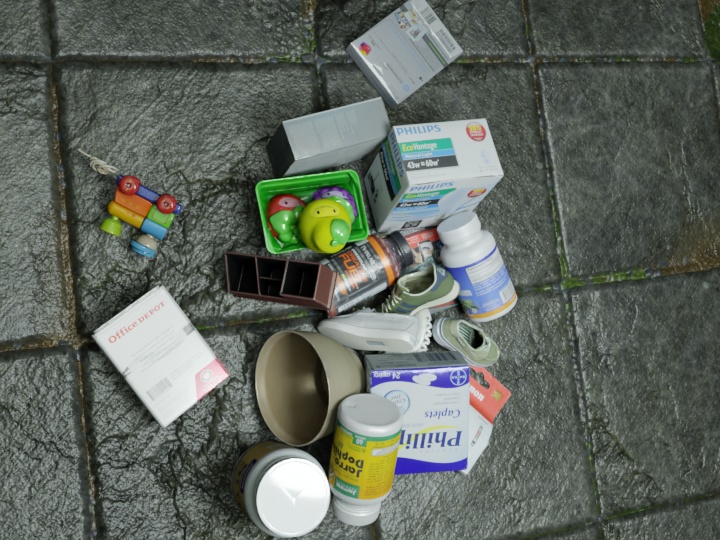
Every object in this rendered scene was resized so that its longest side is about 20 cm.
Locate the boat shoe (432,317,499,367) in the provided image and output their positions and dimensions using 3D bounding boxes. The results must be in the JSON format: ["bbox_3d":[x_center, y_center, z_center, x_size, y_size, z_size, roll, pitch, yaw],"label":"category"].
[{"bbox_3d":[0.220,0.144,1.499,0.199,0.062,0.072,26,70,-42],"label":"boat shoe"}]

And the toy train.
[{"bbox_3d":[-0.425,-0.114,1.345,0.199,0.085,0.116,27,89,-14],"label":"toy train"}]

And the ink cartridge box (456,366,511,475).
[{"bbox_3d":[0.202,0.276,1.520,0.162,0.050,0.200,42,76,-10],"label":"ink cartridge box"}]

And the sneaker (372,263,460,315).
[{"bbox_3d":[0.081,0.046,1.443,0.199,0.067,0.090,-26,136,16],"label":"sneaker"}]

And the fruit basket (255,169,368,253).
[{"bbox_3d":[-0.081,-0.100,1.391,0.214,0.215,0.157,-10,87,-19],"label":"fruit basket"}]

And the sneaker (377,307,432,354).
[{"bbox_3d":[0.079,0.153,1.471,0.081,0.075,0.201,20,83,-16],"label":"sneaker"}]

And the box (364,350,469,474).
[{"bbox_3d":[0.101,0.259,1.400,0.183,0.105,0.201,-2,100,-7],"label":"box"}]

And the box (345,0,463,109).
[{"bbox_3d":[0.093,-0.452,1.577,0.200,0.041,0.156,-42,97,-19],"label":"box"}]

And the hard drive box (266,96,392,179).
[{"bbox_3d":[-0.061,-0.244,1.439,0.199,0.156,0.077,-18,88,-21],"label":"hard drive box"}]

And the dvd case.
[{"bbox_3d":[0.108,-0.006,1.538,0.145,0.022,0.201,-20,89,-20],"label":"dvd case"}]

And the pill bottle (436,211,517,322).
[{"bbox_3d":[0.223,-0.009,1.503,0.112,0.112,0.201,-34,111,-19],"label":"pill bottle"}]

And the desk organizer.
[{"bbox_3d":[-0.148,0.017,1.362,0.199,0.077,0.072,7,79,21],"label":"desk organizer"}]

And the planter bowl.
[{"bbox_3d":[-0.077,0.202,1.375,0.134,0.199,0.202,-2,83,-46],"label":"planter bowl"}]

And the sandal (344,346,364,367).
[{"bbox_3d":[-0.007,0.239,1.453,0.075,0.048,0.202,-15,89,-19],"label":"sandal"}]

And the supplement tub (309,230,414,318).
[{"bbox_3d":[0.000,0.000,1.444,0.199,0.107,0.107,-29,93,-12],"label":"supplement tub"}]

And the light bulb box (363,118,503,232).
[{"bbox_3d":[0.134,-0.179,1.462,0.197,0.200,0.126,-9,71,-19],"label":"light bulb box"}]

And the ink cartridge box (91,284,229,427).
[{"bbox_3d":[-0.348,0.147,1.331,0.145,0.085,0.201,-38,98,-19],"label":"ink cartridge box"}]

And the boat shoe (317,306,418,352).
[{"bbox_3d":[0.015,0.102,1.423,0.072,0.199,0.069,54,47,-43],"label":"boat shoe"}]

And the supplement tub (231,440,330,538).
[{"bbox_3d":[-0.137,0.373,1.313,0.144,0.200,0.146,2,82,-18],"label":"supplement tub"}]

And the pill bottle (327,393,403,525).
[{"bbox_3d":[0.004,0.321,1.289,0.112,0.113,0.201,1,112,-18],"label":"pill bottle"}]
